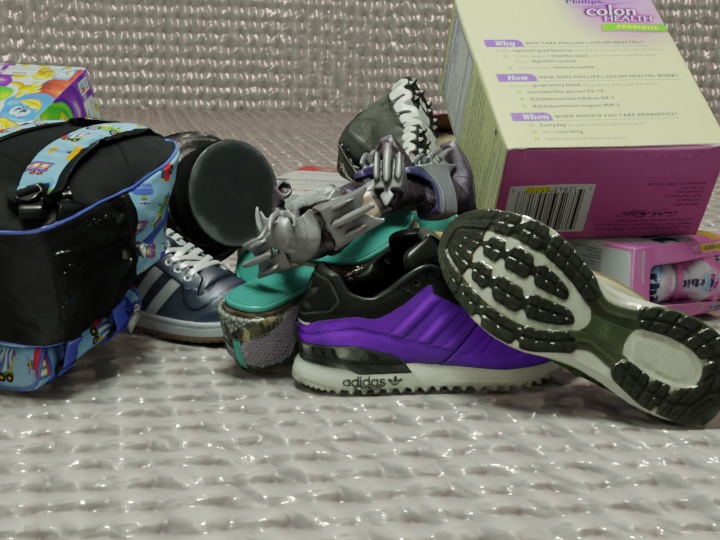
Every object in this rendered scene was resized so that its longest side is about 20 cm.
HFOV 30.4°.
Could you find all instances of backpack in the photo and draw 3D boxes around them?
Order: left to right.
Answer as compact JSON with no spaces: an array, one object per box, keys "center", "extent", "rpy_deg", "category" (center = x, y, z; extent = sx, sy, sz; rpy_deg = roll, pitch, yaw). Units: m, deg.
[{"center":[-0.215,-0.025,0.885],"extent":[0.181,0.135,0.200],"rpy_deg":[5,25,24],"category":"backpack"}]

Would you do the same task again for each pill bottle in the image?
[{"center":[-0.158,-0.057,1.109],"extent":[0.111,0.113,0.199],"rpy_deg":[-7,2,-37],"category":"pill bottle"}]

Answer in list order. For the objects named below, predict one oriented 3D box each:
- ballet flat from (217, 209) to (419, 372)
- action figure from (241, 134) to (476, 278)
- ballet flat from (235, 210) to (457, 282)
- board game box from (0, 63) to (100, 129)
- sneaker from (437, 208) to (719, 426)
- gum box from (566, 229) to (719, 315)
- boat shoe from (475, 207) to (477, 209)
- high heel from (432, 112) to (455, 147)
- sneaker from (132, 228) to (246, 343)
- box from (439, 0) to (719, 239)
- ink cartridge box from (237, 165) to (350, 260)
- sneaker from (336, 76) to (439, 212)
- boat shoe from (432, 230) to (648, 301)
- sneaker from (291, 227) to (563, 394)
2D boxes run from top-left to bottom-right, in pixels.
[{"center":[-0.027,0.016,0.932],"extent":[0.072,0.072,0.200],"rpy_deg":[10,27,36],"category":"ballet flat"},{"center":[-0.005,-0.047,0.893],"extent":[0.130,0.070,0.200],"rpy_deg":[-10,8,35],"category":"action figure"},{"center":[0.000,0.000,1.032],"extent":[0.199,0.068,0.067],"rpy_deg":[-9,-29,22],"category":"ballet flat"},{"center":[-0.315,-0.085,1.143],"extent":[0.104,0.103,0.200],"rpy_deg":[5,39,19],"category":"board game box"},{"center":[0.134,0.034,0.833],"extent":[0.199,0.077,0.089],"rpy_deg":[33,-5,8],"category":"sneaker"},{"center":[0.201,-0.007,1.111],"extent":[0.113,0.067,0.200],"rpy_deg":[-8,15,-35],"category":"gum box"},{"center":[0.085,-0.049,1.103],"extent":[0.072,0.060,0.200],"rpy_deg":[-4,40,39],"category":"boat shoe"},{"center":[0.101,-0.115,1.187],"extent":[0.199,0.068,0.096],"rpy_deg":[-9,-12,26],"category":"high heel"},{"center":[-0.143,-0.012,0.984],"extent":[0.199,0.109,0.070],"rpy_deg":[8,13,30],"category":"sneaker"},{"center":[0.171,-0.126,1.070],"extent":[0.175,0.097,0.201],"rpy_deg":[-2,46,-10],"category":"box"},{"center":[-0.015,-0.041,1.212],"extent":[0.146,0.083,0.200],"rpy_deg":[5,12,14],"category":"ink cartridge box"},{"center":[0.023,-0.090,1.101],"extent":[0.090,0.067,0.200],"rpy_deg":[-29,27,13],"category":"sneaker"},{"center":[0.123,0.026,0.956],"extent":[0.199,0.065,0.072],"rpy_deg":[16,-8,-23],"category":"boat shoe"},{"center":[0.055,0.022,0.860],"extent":[0.199,0.100,0.070],"rpy_deg":[-3,14,-17],"category":"sneaker"}]
